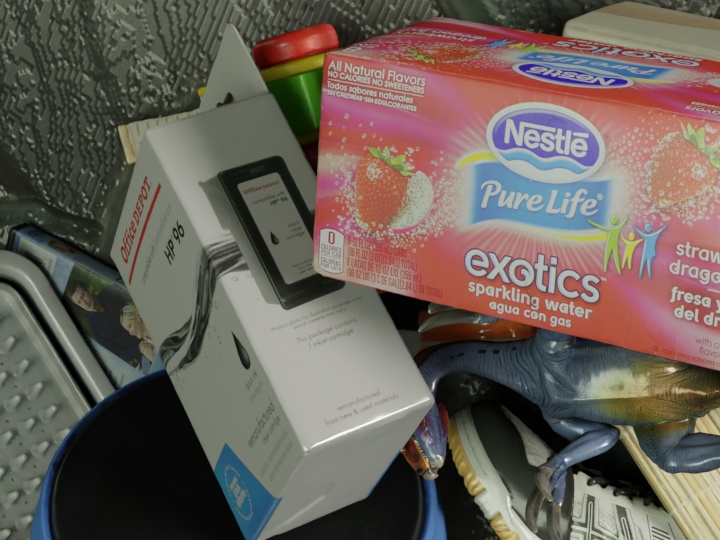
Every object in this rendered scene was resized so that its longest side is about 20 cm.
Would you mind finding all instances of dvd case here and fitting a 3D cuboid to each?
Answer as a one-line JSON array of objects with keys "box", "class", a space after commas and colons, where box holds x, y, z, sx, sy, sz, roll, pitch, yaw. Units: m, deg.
[{"box": [-0.127, 0.078, 1.017, 0.199, 0.018, 0.144, 26, 116, 20], "class": "dvd case"}]

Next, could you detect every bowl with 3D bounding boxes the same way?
[{"box": [-0.058, 0.118, 0.867, 0.199, 0.201, 0.040, 23, 136, 22], "class": "bowl"}]

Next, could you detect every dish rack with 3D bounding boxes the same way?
[{"box": [-0.204, 0.106, 0.974, 0.201, 0.171, 0.044, 58, 150, 2], "class": "dish rack"}]

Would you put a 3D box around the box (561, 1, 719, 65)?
[{"box": [0.183, -0.047, 0.771, 0.199, 0.078, 0.096, 17, 112, 24], "class": "box"}]

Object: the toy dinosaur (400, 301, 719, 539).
[{"box": [0.107, 0.061, 0.802, 0.181, 0.199, 0.106, 10, 99, 46], "class": "toy dinosaur"}]

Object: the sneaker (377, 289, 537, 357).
[{"box": [0.000, 0.000, 0.902, 0.198, 0.070, 0.091, 3, 91, 28], "class": "sneaker"}]

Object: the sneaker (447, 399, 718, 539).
[{"box": [0.130, 0.123, 0.865, 0.200, 0.076, 0.088, 45, 105, 7], "class": "sneaker"}]

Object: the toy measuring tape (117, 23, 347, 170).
[{"box": [-0.046, -0.080, 0.913, 0.199, 0.073, 0.074, -7, 102, 53], "class": "toy measuring tape"}]

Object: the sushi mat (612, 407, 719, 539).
[{"box": [0.178, 0.085, 0.817, 0.095, 0.012, 0.201, -34, 78, 5], "class": "sushi mat"}]

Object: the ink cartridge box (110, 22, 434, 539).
[{"box": [-0.054, 0.005, 0.822, 0.201, 0.067, 0.116, 62, 154, 19], "class": "ink cartridge box"}]

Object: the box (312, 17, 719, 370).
[{"box": [0.090, -0.035, 0.723, 0.199, 0.100, 0.096, 13, 112, 27], "class": "box"}]
